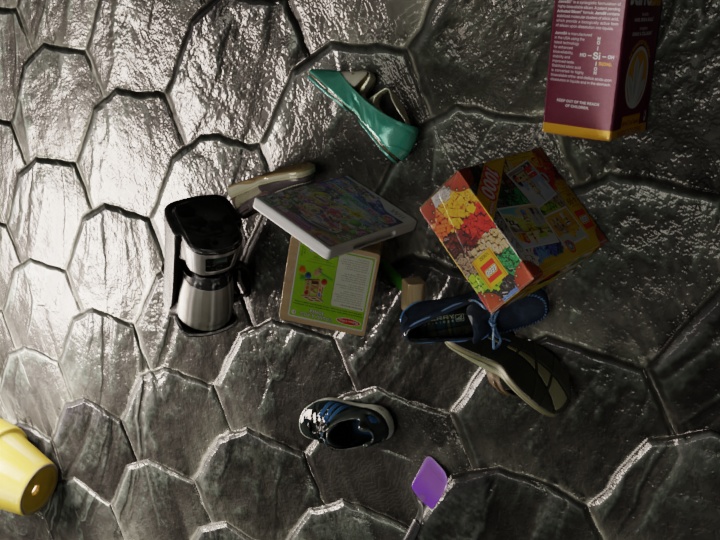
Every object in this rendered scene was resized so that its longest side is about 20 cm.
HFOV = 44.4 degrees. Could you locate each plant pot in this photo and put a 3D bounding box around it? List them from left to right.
[{"bbox_3d":[-0.821,0.474,2.058,0.187,0.201,0.203,21,117,17],"label":"plant pot"}]

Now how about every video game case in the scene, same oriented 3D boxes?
[{"bbox_3d":[-0.031,-0.078,1.223,0.143,0.199,0.018,34,122,26],"label":"video game case"}]

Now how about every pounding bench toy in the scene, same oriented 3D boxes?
[{"bbox_3d":[0.000,0.000,1.268,0.197,0.156,0.126,12,113,2],"label":"pounding bench toy"}]

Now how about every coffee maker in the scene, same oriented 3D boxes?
[{"bbox_3d":[-0.277,-0.021,1.465,0.191,0.134,0.202,33,134,22],"label":"coffee maker"}]

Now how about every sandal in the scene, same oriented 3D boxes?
[{"bbox_3d":[0.198,0.128,1.188,0.200,0.079,0.058,35,145,32],"label":"sandal"}]

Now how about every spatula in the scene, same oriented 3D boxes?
[{"bbox_3d":[0.090,0.382,1.375,0.056,0.020,0.202,41,128,39],"label":"spatula"}]

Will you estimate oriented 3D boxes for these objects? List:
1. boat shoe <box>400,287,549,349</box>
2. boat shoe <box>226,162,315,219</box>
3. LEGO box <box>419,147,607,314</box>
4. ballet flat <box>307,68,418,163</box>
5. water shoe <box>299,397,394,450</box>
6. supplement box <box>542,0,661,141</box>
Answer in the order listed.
[{"bbox_3d":[0.151,0.071,1.157,0.197,0.069,0.085,-16,110,13],"label":"boat shoe"},{"bbox_3d":[-0.135,-0.123,1.387,0.198,0.072,0.066,-10,102,45],"label":"boat shoe"},{"bbox_3d":[0.186,-0.053,1.051,0.077,0.199,0.150,-44,75,39],"label":"LEGO box"},{"bbox_3d":[0.011,-0.237,1.243,0.071,0.067,0.200,-48,70,12],"label":"ballet flat"},{"bbox_3d":[-0.040,0.246,1.406,0.198,0.078,0.073,-11,96,41],"label":"water shoe"},{"bbox_3d":[0.271,-0.254,0.980,0.085,0.110,0.203,15,112,35],"label":"supplement box"}]
